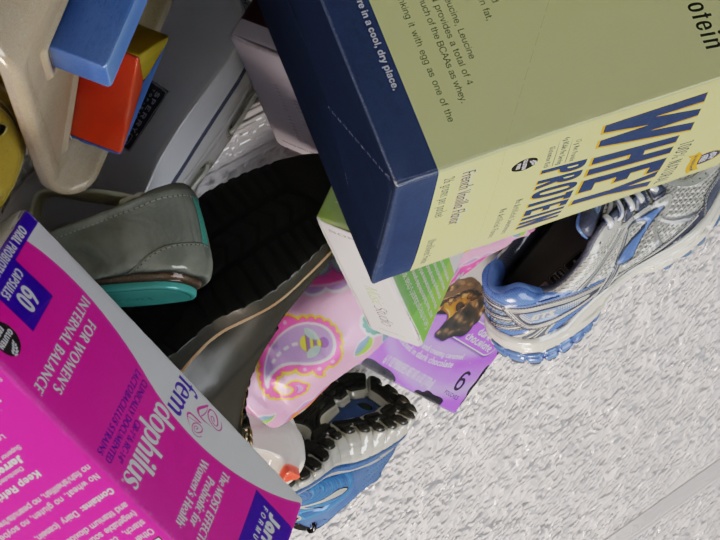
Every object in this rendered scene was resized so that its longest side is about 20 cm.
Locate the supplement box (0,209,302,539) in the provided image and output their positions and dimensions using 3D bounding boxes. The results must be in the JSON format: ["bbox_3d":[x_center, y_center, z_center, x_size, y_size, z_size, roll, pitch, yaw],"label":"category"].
[{"bbox_3d":[-0.134,0.089,1.056,0.103,0.200,0.101,-32,-160,26],"label":"supplement box"}]

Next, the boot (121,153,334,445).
[{"bbox_3d":[-0.067,0.041,1.193,0.200,0.077,0.138,-39,144,-3],"label":"boot"}]

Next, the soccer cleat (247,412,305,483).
[{"bbox_3d":[-0.118,0.082,1.316,0.200,0.078,0.069,20,127,-37],"label":"soccer cleat"}]

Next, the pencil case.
[{"bbox_3d":[0.000,0.000,1.285,0.200,0.087,0.087,-39,149,5],"label":"pencil case"}]

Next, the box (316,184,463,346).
[{"bbox_3d":[0.044,-0.077,1.172,0.144,0.036,0.200,65,45,-64],"label":"box"}]

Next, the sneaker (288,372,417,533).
[{"bbox_3d":[-0.046,0.134,1.441,0.200,0.079,0.089,-15,132,-44],"label":"sneaker"}]

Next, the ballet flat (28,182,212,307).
[{"bbox_3d":[-0.168,-0.004,1.117,0.200,0.064,0.067,-10,167,13],"label":"ballet flat"}]

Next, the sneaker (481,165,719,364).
[{"bbox_3d":[0.149,-0.032,1.385,0.200,0.077,0.085,-46,146,-10],"label":"sneaker"}]

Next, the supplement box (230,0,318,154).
[{"bbox_3d":[0.018,-0.161,1.179,0.200,0.061,0.109,-60,157,-19],"label":"supplement box"}]

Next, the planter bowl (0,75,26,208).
[{"bbox_3d":[-0.211,-0.058,1.027,0.200,0.083,0.200,-33,145,-27],"label":"planter bowl"}]

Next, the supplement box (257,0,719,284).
[{"bbox_3d":[0.067,-0.131,1.039,0.200,0.200,0.134,-19,164,-10],"label":"supplement box"}]

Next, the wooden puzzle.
[{"bbox_3d":[-0.100,-0.139,1.010,0.200,0.046,0.185,81,30,-74],"label":"wooden puzzle"}]

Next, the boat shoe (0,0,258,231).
[{"bbox_3d":[-0.113,-0.054,1.176,0.200,0.072,0.066,-57,150,1],"label":"boat shoe"}]

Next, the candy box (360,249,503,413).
[{"bbox_3d":[0.059,-0.027,1.413,0.200,0.072,0.168,-54,148,4],"label":"candy box"}]
